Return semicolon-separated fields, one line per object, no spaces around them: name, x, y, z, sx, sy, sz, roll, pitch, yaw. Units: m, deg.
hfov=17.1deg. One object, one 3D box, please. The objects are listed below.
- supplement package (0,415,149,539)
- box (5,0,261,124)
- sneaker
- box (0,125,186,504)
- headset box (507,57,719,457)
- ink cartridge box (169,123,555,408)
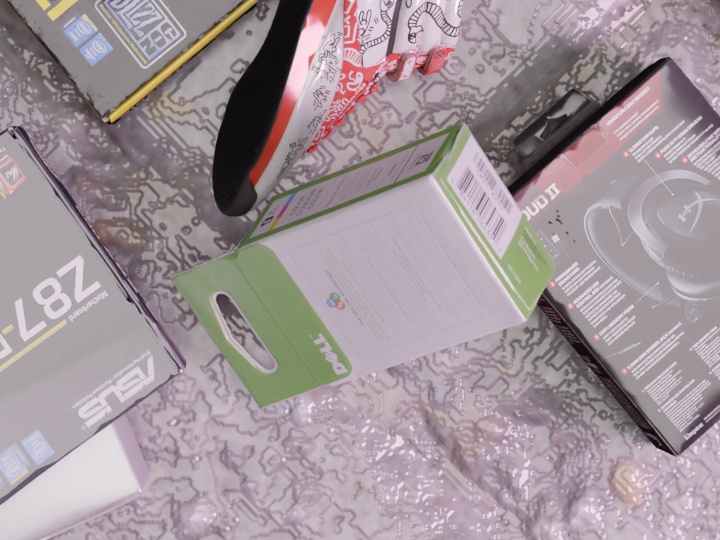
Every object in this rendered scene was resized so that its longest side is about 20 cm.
supplement package;-0.211;0.055;1.370;0.117;0.117;0.201;-23;91;-3
box;-0.150;-0.211;1.407;0.159;0.049;0.200;-39;93;-1
sneaker;-0.007;-0.113;1.404;0.107;0.067;0.203;12;111;-30
box;-0.218;0.044;1.287;0.199;0.049;0.162;-35;95;-1
headset box;0.172;-0.016;1.413;0.149;0.077;0.200;-41;92;-3
ink cartridge box;0.000;0.000;1.377;0.199;0.059;0.104;-20;114;35
